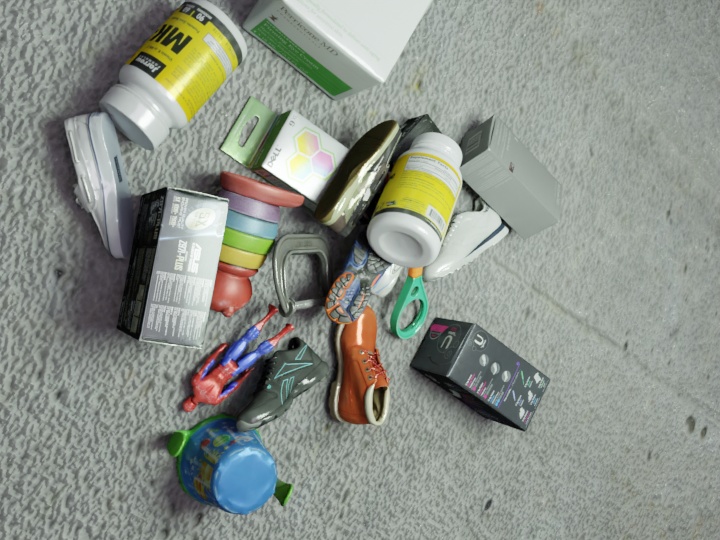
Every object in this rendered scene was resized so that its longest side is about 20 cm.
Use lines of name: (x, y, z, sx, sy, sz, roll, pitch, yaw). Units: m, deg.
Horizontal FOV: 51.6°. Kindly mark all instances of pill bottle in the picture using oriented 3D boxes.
pill bottle: (0.090, -0.112, 1.140, 0.112, 0.112, 0.201, 39, 54, -23)
pill bottle: (-0.261, -0.271, 1.040, 0.114, 0.114, 0.200, 43, 72, -22)

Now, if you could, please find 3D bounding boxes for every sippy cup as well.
sippy cup: (-0.186, 0.289, 1.084, 0.177, 0.130, 0.140, -7, 94, -27)

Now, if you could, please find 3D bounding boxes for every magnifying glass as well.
magnifying glass: (0.088, 0.026, 1.235, 0.079, 0.022, 0.201, -22, 128, -39)

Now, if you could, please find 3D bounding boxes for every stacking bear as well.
stacking bear: (-0.180, -0.034, 1.094, 0.114, 0.121, 0.201, 9, 101, -58)

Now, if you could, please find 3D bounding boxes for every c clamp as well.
c clamp: (-0.077, 0.027, 1.139, 0.200, 0.027, 0.172, 7, 84, -63)

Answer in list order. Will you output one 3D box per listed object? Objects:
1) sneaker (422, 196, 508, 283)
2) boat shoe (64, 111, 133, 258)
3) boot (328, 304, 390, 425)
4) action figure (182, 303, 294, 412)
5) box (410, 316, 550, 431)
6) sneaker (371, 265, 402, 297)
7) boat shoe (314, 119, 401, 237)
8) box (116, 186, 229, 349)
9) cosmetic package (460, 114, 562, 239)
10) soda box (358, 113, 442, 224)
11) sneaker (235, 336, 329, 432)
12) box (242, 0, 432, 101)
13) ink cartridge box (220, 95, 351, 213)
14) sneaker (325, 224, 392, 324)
sneaker: (0.169, -0.051, 1.304, 0.200, 0.076, 0.081, -37, 100, -30)
boat shoe: (-0.360, -0.114, 1.025, 0.065, 0.074, 0.201, -6, 100, 2)
boot: (0.012, 0.149, 1.195, 0.075, 0.107, 0.201, 6, 87, -38)
action figure: (-0.190, 0.139, 1.125, 0.200, 0.052, 0.065, -44, 104, -15)
box: (0.209, 0.178, 1.295, 0.200, 0.122, 0.106, 36, 76, -24)
sneaker: (0.063, -0.049, 1.244, 0.072, 0.072, 0.200, 40, 70, -15)
boat shoe: (0.005, -0.141, 1.146, 0.066, 0.072, 0.201, 45, 70, -33)
box: (-0.259, -0.004, 1.019, 0.086, 0.164, 0.201, 12, 85, -27)
cosmetic package: (0.266, -0.162, 1.322, 0.200, 0.090, 0.107, 37, 45, -22)
soda box: (0.055, -0.168, 1.238, 0.200, 0.063, 0.071, -48, 111, -19)
sneaker: (-0.129, 0.172, 1.128, 0.079, 0.075, 0.200, 58, 37, -4)
box: (-0.029, -0.402, 1.127, 0.199, 0.171, 0.201, 34, 76, -24)
ink cartridge box: (-0.102, -0.177, 1.157, 0.200, 0.059, 0.104, 33, 76, -25)
sneaker: (0.000, 0.000, 1.167, 0.075, 0.078, 0.200, 38, 68, -4)
